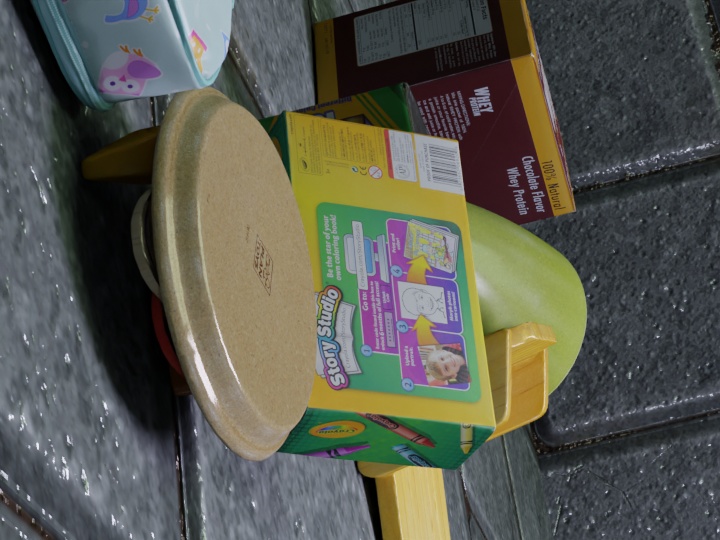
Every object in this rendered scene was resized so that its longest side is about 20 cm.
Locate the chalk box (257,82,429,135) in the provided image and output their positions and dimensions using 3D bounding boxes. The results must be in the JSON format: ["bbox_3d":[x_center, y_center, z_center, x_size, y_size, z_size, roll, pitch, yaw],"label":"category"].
[{"bbox_3d":[0.000,0.000,1.159,0.125,0.123,0.201,62,17,-60],"label":"chalk box"}]

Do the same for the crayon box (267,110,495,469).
[{"bbox_3d":[0.005,0.010,1.014,0.058,0.118,0.201,129,-37,-52],"label":"crayon box"}]

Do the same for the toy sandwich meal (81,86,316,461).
[{"bbox_3d":[-0.078,0.003,0.859,0.205,0.070,0.207,-10,90,-74],"label":"toy sandwich meal"}]

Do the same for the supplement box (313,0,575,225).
[{"bbox_3d":[0.080,-0.144,1.620,0.133,0.198,0.198,-94,167,-46],"label":"supplement box"}]

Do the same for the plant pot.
[{"bbox_3d":[0.077,0.012,1.528,0.200,0.186,0.188,41,33,-50],"label":"plant pot"}]

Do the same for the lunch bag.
[{"bbox_3d":[-0.119,-0.186,0.835,0.201,0.076,0.161,-92,164,-54],"label":"lunch bag"}]

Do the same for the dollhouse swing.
[{"bbox_3d":[0.095,0.158,1.380,0.177,0.181,0.200,68,12,10],"label":"dollhouse swing"}]
